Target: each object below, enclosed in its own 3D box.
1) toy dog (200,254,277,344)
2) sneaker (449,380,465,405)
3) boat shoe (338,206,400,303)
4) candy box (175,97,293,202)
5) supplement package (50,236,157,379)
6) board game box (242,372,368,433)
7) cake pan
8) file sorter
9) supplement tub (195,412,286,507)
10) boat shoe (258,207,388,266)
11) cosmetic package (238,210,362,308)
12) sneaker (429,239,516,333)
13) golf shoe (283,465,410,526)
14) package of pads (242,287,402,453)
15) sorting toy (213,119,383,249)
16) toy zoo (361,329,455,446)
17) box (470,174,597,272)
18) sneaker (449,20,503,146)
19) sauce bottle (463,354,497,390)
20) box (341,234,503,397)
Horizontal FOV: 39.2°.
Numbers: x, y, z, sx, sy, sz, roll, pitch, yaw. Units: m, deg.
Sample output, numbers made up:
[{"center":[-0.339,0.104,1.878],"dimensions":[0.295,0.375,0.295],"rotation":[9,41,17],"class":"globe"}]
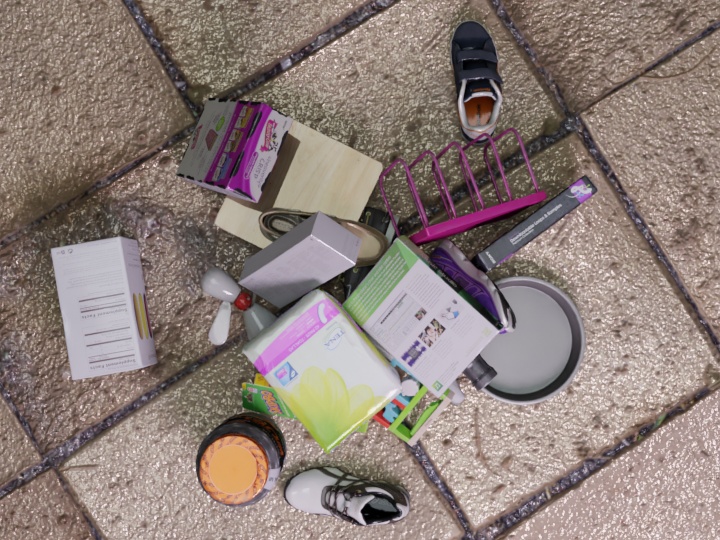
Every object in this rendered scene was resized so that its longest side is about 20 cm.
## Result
[{"center":[-0.173,0.086,1.563],"dimensions":[0.096,0.132,0.200],"rotation":[-38,82,37],"class":"toy dog"},{"center":[0.108,0.118,1.571],"dimensions":[0.087,0.075,0.200],"rotation":[-33,89,-7],"class":"sneaker"},{"center":[0.000,0.000,1.577],"dimensions":[0.060,0.072,0.202],"rotation":[21,81,4],"class":"boat shoe"},{"center":[-0.192,-0.184,1.519],"dimensions":[0.061,0.200,0.137],"rotation":[24,88,-34],"class":"candy box"},{"center":[-0.391,0.057,1.551],"dimensions":[0.109,0.114,0.201],"rotation":[-10,89,1],"class":"supplement package"},{"center":[-0.083,0.203,1.556],"dimensions":[0.199,0.096,0.030],"rotation":[9,57,-1],"class":"board game box"},{"center":[0.250,0.109,1.586],"dimensions":[0.199,0.037,0.201],"rotation":[0,88,0],"class":"cake pan"},{"center":[0.146,-0.124,1.520],"dimensions":[0.199,0.139,0.126],"rotation":[-18,86,-18],"class":"file sorter"},{"center":[-0.176,0.280,1.499],"dimensions":[0.122,0.200,0.123],"rotation":[0,88,0],"class":"supplement tub"},{"center":[-0.056,-0.051,1.509],"dimensions":[0.199,0.065,0.072],"rotation":[15,88,0],"class":"boat shoe"},{"center":[-0.091,-0.014,1.480],"dimensions":[0.082,0.200,0.051],"rotation":[32,53,-24],"class":"cosmetic package"},{"center":[0.163,0.039,1.538],"dimensions":[0.083,0.081,0.200],"rotation":[-42,46,0],"class":"sneaker"},{"center":[-0.022,0.348,1.550],"dimensions":[0.199,0.094,0.078],"rotation":[4,89,2],"class":"golf shoe"},{"center":[-0.051,0.141,1.477],"dimensions":[0.154,0.068,0.200],"rotation":[-39,92,-1],"class":"package of pads"},{"center":[-0.094,-0.115,1.579],"dimensions":[0.198,0.070,0.201],"rotation":[26,88,1],"class":"sorting toy"},{"center":[0.031,0.172,1.552],"dimensions":[0.200,0.020,0.131],"rotation":[35,129,3],"class":"toy zoo"},{"center":[0.260,-0.066,1.540],"dimensions":[0.200,0.143,0.036],"rotation":[-37,86,-2],"class":"box"},{"center":[0.184,-0.301,1.582],"dimensions":[0.078,0.079,0.201],"rotation":[-6,86,1],"class":"sneaker"},{"center":[0.125,0.094,1.520],"dimensions":[0.065,0.065,0.200],"rotation":[-41,83,-1],"class":"sauce bottle"},{"center":[0.088,0.067,1.476],"dimensions":[0.200,0.036,0.144],"rotation":[42,112,6],"class":"box"}]
